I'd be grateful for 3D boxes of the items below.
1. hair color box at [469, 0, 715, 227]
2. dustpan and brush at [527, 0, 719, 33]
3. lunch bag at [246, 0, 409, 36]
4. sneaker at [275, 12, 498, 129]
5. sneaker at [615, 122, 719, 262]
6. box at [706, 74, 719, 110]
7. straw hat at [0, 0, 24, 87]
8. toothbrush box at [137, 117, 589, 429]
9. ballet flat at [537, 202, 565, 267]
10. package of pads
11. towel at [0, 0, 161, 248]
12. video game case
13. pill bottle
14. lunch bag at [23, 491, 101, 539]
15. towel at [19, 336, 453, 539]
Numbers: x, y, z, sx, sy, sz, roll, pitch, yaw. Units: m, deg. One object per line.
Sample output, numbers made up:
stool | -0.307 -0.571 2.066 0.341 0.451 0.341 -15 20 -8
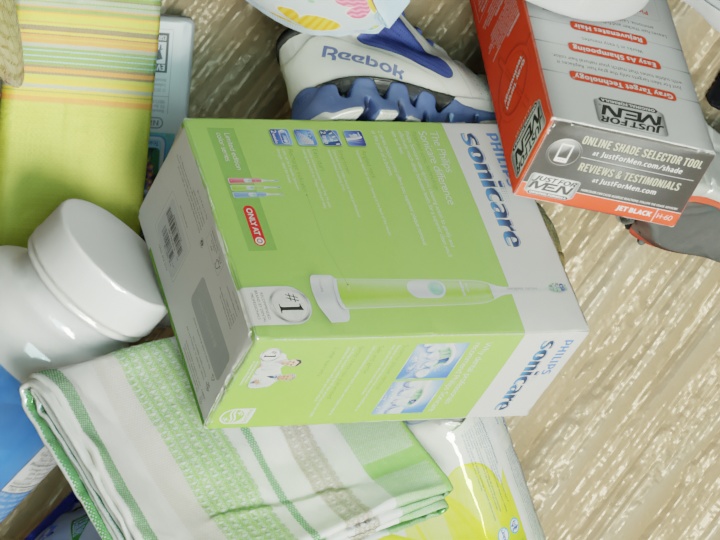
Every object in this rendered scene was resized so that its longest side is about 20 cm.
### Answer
hair color box | 0.126 -0.120 1.369 0.101 0.200 0.061 11 131 -18
dustpan and brush | 0.145 -0.169 1.335 0.140 0.200 0.057 -24 149 -43
lunch bag | -0.057 -0.220 1.271 0.200 0.170 0.127 42 87 19
sneaker | 0.028 -0.113 1.395 0.199 0.081 0.115 5 55 -42
sneaker | 0.205 -0.043 1.484 0.200 0.082 0.077 34 49 -35
box | 0.316 -0.130 1.421 0.107 0.200 0.149 25 93 -20
straw hat | -0.188 -0.203 1.254 0.085 0.201 0.201 -27 107 3
toothbrush box | 0.000 0.000 1.294 0.200 0.146 0.086 -2 144 -28
ballet flat | 0.024 -0.013 1.434 0.200 0.071 0.071 -3 101 -15
package of pads | 0.005 0.147 1.396 0.200 0.068 0.155 -10 109 31
towel | -0.163 -0.070 1.365 0.086 0.018 0.200 4 101 -12
video game case | -0.199 -0.060 1.375 0.200 0.024 0.182 2 100 -18
pill bottle | -0.196 0.057 1.322 0.112 0.112 0.200 38 108 -19
lunch bag | -0.089 0.198 1.346 0.170 0.200 0.124 57 44 -15
towel | -0.060 0.089 1.260 0.200 0.031 0.149 -16 63 -38
